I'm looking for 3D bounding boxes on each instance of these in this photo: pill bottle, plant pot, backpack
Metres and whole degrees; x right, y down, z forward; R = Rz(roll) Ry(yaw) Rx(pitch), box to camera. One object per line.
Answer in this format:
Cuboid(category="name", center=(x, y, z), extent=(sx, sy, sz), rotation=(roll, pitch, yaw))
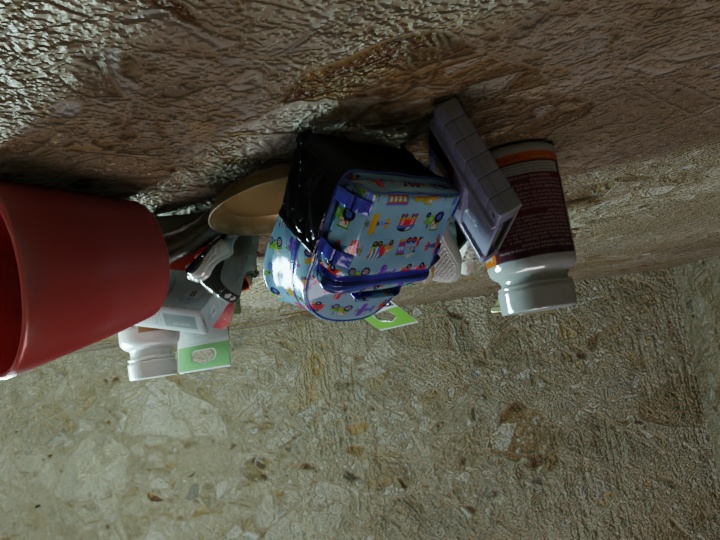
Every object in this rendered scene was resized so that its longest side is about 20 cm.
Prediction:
Cuboid(category="pill bottle", center=(-0.407, 0.103, 1.131), extent=(0.111, 0.205, 0.114), rotation=(-8, 172, -1))
Cuboid(category="pill bottle", center=(0.212, -0.049, 0.757), extent=(0.111, 0.205, 0.114), rotation=(-8, 171, -1))
Cuboid(category="plant pot", center=(-0.092, -0.090, 0.726), extent=(0.195, 0.028, 0.200), rotation=(-15, 169, -3))
Cuboid(category="plant pot", center=(-0.325, -0.001, 0.651), extent=(0.198, 0.205, 0.176), rotation=(-15, 179, 38))
Cuboid(category="backpack", center=(-0.007, -0.027, 0.633), extent=(0.180, 0.203, 0.135), rotation=(0, -147, -41))

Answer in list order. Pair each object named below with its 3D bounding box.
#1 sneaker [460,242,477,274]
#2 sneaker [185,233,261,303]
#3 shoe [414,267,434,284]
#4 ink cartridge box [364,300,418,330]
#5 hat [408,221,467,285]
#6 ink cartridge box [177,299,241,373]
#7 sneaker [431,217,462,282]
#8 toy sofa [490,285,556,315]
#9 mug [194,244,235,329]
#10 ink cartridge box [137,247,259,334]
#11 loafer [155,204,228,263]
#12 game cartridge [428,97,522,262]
Cuboid(category="sneaker", center=(0.205, -0.046, 1.114), extent=(0.076, 0.102, 0.200), rotation=(-8, 171, -5))
Cuboid(category="sneaker", center=(-0.174, -0.014, 0.817), extent=(0.074, 0.079, 0.201), rotation=(-39, -167, 20))
Cuboid(category="shoe", center=(0.035, -0.027, 0.786), extent=(0.069, 0.054, 0.200), rotation=(12, 159, 42))
Cuboid(category="ink cartridge box", center=(0.000, 0.000, 0.909), extent=(0.199, 0.076, 0.147), rotation=(39, 157, -12))
Cuboid(category="hat", center=(0.069, -0.090, 0.959), extent=(0.201, 0.176, 0.165), rotation=(-49, -166, -20))
Cuboid(category="ink cartridge box", center=(-0.307, 0.096, 1.183), extent=(0.143, 0.205, 0.048), rotation=(-12, 171, 27))
Cuboid(category="sneaker", center=(0.111, -0.059, 0.830), extent=(0.072, 0.083, 0.201), rotation=(10, 151, 22))
Cuboid(category="toy sofa", center=(0.250, -0.037, 0.886), extent=(0.081, 0.205, 0.097), rotation=(-1, 174, -36))
Cuboid(category="mug", center=(-0.331, 0.017, 1.037), extent=(0.196, 0.181, 0.133), rotation=(2, -156, -32))
Cuboid(category="ink cartridge box", center=(-0.257, 0.006, 0.868), extent=(0.156, 0.048, 0.201), rotation=(4, -144, 14))
Cuboid(category="loafer", center=(-0.264, -0.042, 0.776), extent=(0.197, 0.071, 0.075), rotation=(-27, -172, 5))
Cuboid(category="game cartridge", center=(0.116, -0.088, 0.642), extent=(0.038, 0.131, 0.200), rotation=(-32, 167, -1))
